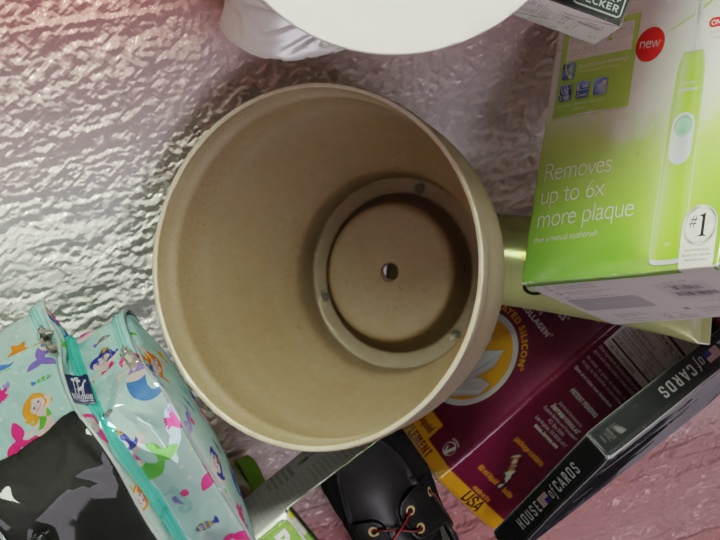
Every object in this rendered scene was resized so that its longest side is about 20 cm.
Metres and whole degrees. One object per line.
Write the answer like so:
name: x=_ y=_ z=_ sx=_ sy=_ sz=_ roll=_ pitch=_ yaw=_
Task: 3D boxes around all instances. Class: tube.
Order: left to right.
tube: x=0.117 y=-0.005 z=1.375 sx=0.198 sy=0.052 sz=0.058 roll=7 pitch=120 yaw=6

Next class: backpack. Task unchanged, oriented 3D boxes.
backpack: x=-0.155 y=0.111 z=1.265 sx=0.150 sy=0.200 sz=0.178 roll=-33 pitch=121 yaw=-10

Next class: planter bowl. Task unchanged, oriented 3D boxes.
planter bowl: x=0.000 y=0.000 z=1.296 sx=0.201 sy=0.200 sz=0.135 roll=-51 pitch=161 yaw=14

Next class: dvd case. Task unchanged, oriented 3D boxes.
dvd case: x=0.182 y=0.091 z=1.414 sx=0.199 sy=0.025 sz=0.151 roll=-34 pitch=167 yaw=-33

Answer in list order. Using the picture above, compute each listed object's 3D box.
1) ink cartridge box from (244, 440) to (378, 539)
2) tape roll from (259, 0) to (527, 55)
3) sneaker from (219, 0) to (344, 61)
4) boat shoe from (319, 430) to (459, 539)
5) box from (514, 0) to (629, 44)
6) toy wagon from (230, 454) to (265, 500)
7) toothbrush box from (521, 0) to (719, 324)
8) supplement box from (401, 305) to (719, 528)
ink cartridge box: x=-0.029 y=0.162 z=1.364 sx=0.200 sy=0.148 sz=0.076 roll=-39 pitch=96 yaw=-4
tape roll: x=0.001 y=-0.217 z=1.094 sx=0.201 sy=0.139 sz=0.204 roll=-6 pitch=109 yaw=-18
sneaker: x=0.020 y=-0.179 z=1.227 sx=0.199 sy=0.078 sz=0.100 roll=-17 pitch=129 yaw=-22
boat shoe: x=0.025 y=0.166 z=1.527 sx=0.073 sy=0.063 sz=0.202 roll=-29 pitch=134 yaw=-4
box: x=0.134 y=-0.226 z=1.178 sx=0.060 sy=0.117 sz=0.201 roll=20 pitch=92 yaw=-1
toy wagon: x=-0.131 y=0.171 z=1.445 sx=0.154 sy=0.040 sz=0.201 roll=-23 pitch=135 yaw=-16
toothbrush box: x=0.184 y=-0.079 z=1.294 sx=0.086 sy=0.145 sz=0.202 roll=24 pitch=71 yaw=-40
supplement box: x=0.116 y=0.051 z=1.451 sx=0.200 sy=0.111 sz=0.086 roll=-42 pitch=138 yaw=4
